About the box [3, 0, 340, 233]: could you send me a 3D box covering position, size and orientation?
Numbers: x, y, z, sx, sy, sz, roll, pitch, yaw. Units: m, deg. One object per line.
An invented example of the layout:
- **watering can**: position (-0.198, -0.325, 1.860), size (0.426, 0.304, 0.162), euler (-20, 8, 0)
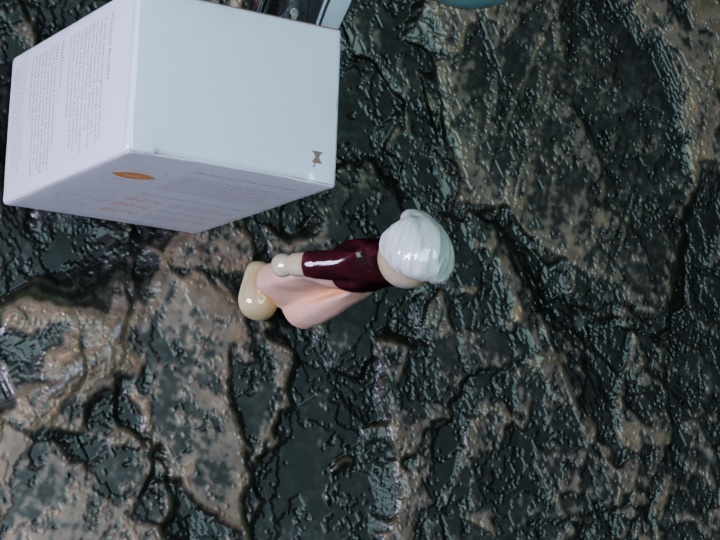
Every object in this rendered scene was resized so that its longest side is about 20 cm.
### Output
- **box**: position (-0.126, -0.100, 1.379), size (0.152, 0.200, 0.107), euler (9, 77, -31)

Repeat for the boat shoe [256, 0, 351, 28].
- **boat shoe**: position (-0.063, -0.156, 1.502), size (0.068, 0.073, 0.200), euler (35, 65, -27)

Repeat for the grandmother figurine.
- **grandmother figurine**: position (0.000, 0.000, 1.441), size (0.121, 0.200, 0.061), euler (-14, 89, -32)

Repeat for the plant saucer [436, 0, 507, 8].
- **plant saucer**: position (0.082, -0.307, 1.649), size (0.199, 0.027, 0.201), euler (6, 79, -30)
